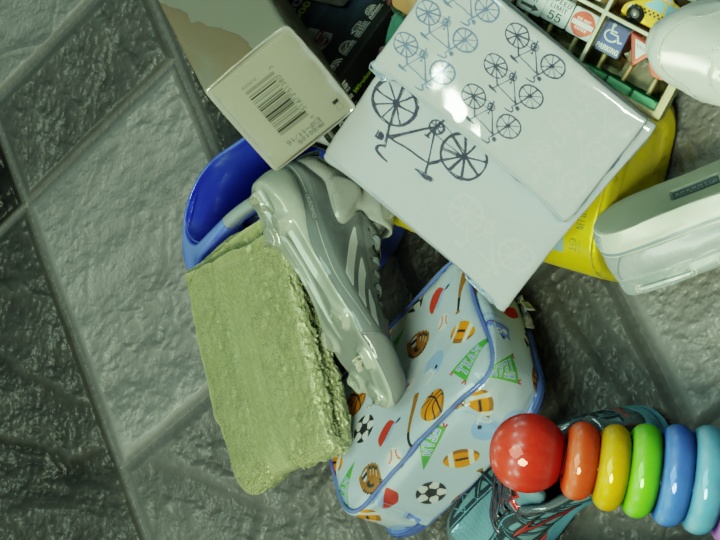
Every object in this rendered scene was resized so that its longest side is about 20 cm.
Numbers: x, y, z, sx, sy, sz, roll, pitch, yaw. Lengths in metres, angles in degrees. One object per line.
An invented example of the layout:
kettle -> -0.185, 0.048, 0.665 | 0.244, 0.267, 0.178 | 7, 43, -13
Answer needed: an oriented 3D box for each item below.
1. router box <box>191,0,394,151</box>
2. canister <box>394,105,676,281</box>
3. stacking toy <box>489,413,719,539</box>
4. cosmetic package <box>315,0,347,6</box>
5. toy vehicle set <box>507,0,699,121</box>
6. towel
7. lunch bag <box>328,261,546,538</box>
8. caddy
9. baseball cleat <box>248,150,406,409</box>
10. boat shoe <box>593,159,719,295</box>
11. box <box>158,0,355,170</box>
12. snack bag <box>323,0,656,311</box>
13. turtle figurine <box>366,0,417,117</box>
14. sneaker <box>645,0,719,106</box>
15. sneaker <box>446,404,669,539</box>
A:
router box -> -0.019, -0.198, 1.646 | 0.149, 0.062, 0.200 | 21, 69, 43
canister -> 0.126, -0.082, 1.550 | 0.199, 0.086, 0.149 | 17, 94, 39
stacking toy -> 0.186, 0.136, 1.398 | 0.199, 0.085, 0.086 | 9, 89, 0
cosmetic package -> -0.070, -0.285, 1.653 | 0.199, 0.073, 0.104 | 18, 67, 42
toy vehicle set -> 0.150, -0.204, 1.431 | 0.199, 0.027, 0.125 | 29, 105, 11
towel -> -0.072, 0.064, 1.620 | 0.148, 0.036, 0.201 | -30, 71, 48
lunch bag -> 0.056, 0.092, 1.573 | 0.200, 0.075, 0.161 | -46, 33, 24
caddy -> -0.061, -0.046, 1.688 | 0.200, 0.105, 0.142 | -32, 65, 32
baseball cleat -> 0.000, 0.000, 1.547 | 0.201, 0.106, 0.070 | 60, 155, 5
boat shoe -> 0.264, -0.035, 1.435 | 0.200, 0.070, 0.072 | -18, 116, 16
box -> -0.083, -0.171, 1.535 | 0.078, 0.095, 0.200 | -38, 34, 6
snack bag -> 0.081, -0.093, 1.465 | 0.188, 0.021, 0.200 | 40, 124, 4
turtle figurine -> 0.042, -0.213, 1.528 | 0.149, 0.100, 0.201 | -11, 82, 34
sneaker -> 0.285, -0.128, 1.352 | 0.199, 0.099, 0.078 | 13, 107, 4
sneaker -> 0.127, 0.150, 1.507 | 0.200, 0.095, 0.080 | -36, 62, 31
